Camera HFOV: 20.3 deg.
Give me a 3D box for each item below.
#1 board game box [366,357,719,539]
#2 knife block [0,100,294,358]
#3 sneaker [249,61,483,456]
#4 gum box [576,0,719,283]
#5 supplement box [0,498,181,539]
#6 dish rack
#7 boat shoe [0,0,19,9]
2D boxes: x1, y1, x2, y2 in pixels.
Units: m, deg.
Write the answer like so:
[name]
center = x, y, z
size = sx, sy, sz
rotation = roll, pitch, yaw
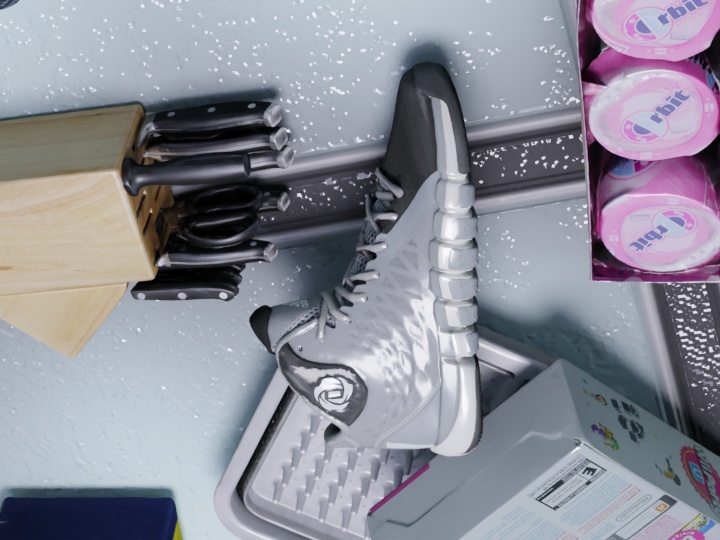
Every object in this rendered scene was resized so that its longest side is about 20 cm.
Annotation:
[board game box]
center = 0.125, 0.149, 1.090
size = 0.147, 0.065, 0.199
rotation = -40, 129, 24
[knife block]
center = -0.141, -0.048, 1.026
size = 0.199, 0.064, 0.176
rotation = 31, 124, -14
[sneaker]
center = 0.000, 0.000, 0.997
size = 0.114, 0.075, 0.202
rotation = -4, 103, -1
[gum box]
center = 0.131, -0.101, 0.886
size = 0.066, 0.114, 0.201
rotation = 0, 141, 8
[supplement box]
center = -0.158, 0.247, 1.207
size = 0.109, 0.109, 0.201
rotation = -1, 126, 9
[dish rack]
center = 0.023, 0.095, 1.120
size = 0.171, 0.044, 0.201
rotation = 22, 126, -9
[boat shoe]
center = -0.237, -0.195, 0.934
size = 0.071, 0.091, 0.201
rotation = -35, 87, 29
